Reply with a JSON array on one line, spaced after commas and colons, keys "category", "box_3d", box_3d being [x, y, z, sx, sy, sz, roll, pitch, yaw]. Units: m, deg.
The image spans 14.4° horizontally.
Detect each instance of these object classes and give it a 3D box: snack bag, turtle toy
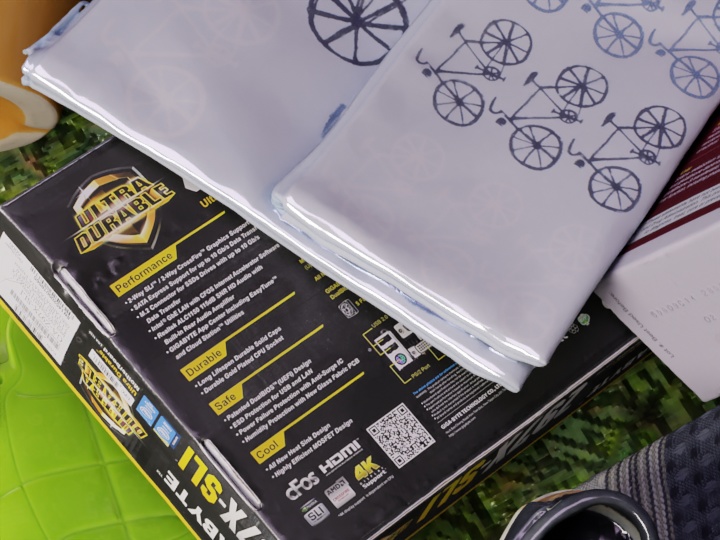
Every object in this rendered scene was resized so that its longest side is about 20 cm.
[{"category": "snack bag", "box_3d": [0.016, -0.077, 0.958, 0.200, 0.021, 0.189, 32, 57, 7]}, {"category": "turtle toy", "box_3d": [-0.098, 0.078, 0.978, 0.146, 0.101, 0.200, -8, 56, -22]}]

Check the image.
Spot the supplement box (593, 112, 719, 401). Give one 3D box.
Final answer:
[{"category": "supplement box", "box_3d": [0.172, -0.055, 0.945, 0.061, 0.109, 0.200, 44, 62, -10]}]

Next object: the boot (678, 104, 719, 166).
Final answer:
[{"category": "boot", "box_3d": [0.128, -0.127, 1.065, 0.090, 0.073, 0.200, 1, 70, 7]}]

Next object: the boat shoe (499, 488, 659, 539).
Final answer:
[{"category": "boat shoe", "box_3d": [0.046, 0.154, 0.862, 0.075, 0.062, 0.200, 21, 69, 0]}]

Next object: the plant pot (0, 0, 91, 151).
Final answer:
[{"category": "plant pot", "box_3d": [-0.174, -0.146, 1.086, 0.200, 0.200, 0.183, -3, 77, 12]}]

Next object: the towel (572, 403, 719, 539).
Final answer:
[{"category": "towel", "box_3d": [0.137, 0.117, 0.876, 0.193, 0.035, 0.200, -34, 40, 34]}]

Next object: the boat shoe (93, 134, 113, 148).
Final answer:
[{"category": "boat shoe", "box_3d": [-0.036, -0.060, 1.061, 0.201, 0.072, 0.061, -28, 61, -12]}]

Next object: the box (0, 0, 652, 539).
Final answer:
[{"category": "box", "box_3d": [0.000, 0.000, 0.953, 0.200, 0.049, 0.160, -35, 75, -30]}]
